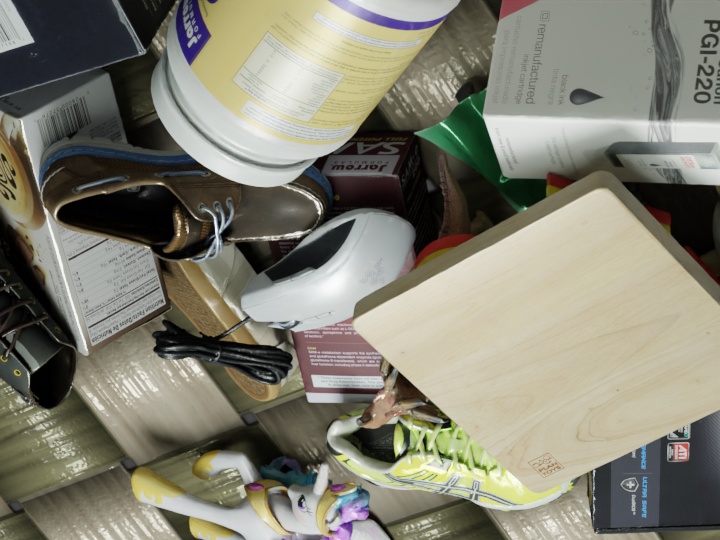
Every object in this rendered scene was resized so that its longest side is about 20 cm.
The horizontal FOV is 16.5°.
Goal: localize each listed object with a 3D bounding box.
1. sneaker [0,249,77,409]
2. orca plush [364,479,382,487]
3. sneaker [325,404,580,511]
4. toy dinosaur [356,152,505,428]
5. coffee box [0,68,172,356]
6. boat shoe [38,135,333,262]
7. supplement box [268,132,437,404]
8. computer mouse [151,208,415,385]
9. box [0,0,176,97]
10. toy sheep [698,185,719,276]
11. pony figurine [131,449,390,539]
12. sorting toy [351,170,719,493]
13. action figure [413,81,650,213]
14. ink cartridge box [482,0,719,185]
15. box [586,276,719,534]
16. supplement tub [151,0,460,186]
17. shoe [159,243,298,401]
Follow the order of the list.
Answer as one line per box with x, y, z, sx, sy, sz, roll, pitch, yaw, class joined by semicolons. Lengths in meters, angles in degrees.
-0.259;0.013;1.736;0.106;0.075;0.200;35;162;32;sneaker
0.081;0.144;1.843;0.200;0.071;0.105;5;127;16;orca plush
0.066;0.131;1.764;0.200;0.076;0.075;-4;81;31;sneaker
0.056;0.028;1.685;0.086;0.136;0.200;36;143;43;toy dinosaur
-0.215;-0.054;1.766;0.113;0.080;0.200;29;140;45;coffee box
-0.116;-0.039;1.670;0.200;0.072;0.072;3;127;-8;boat shoe
0.000;0.000;1.772;0.109;0.061;0.200;0;126;18;supplement box
-0.042;0.023;1.715;0.110;0.044;0.200;23;135;-39;computer mouse
-0.213;-0.203;1.618;0.200;0.182;0.104;-14;119;27;box
0.291;-0.042;1.599;0.200;0.138;0.138;-30;111;36;toy sheep
-0.063;0.223;1.919;0.200;0.167;0.193;2;119;37;pony figurine
0.134;0.027;1.593;0.200;0.070;0.199;-29;124;29;sorting toy
0.145;-0.056;1.684;0.118;0.055;0.200;-30;110;32;action figure
0.188;-0.133;1.544;0.200;0.146;0.085;3;155;16;ink cartridge box
0.256;0.087;1.712;0.198;0.050;0.200;-1;121;2;box
-0.036;-0.163;1.609;0.145;0.145;0.200;34;128;-8;supplement tub
-0.110;0.004;1.826;0.200;0.053;0.070;56;156;-18;shoe
